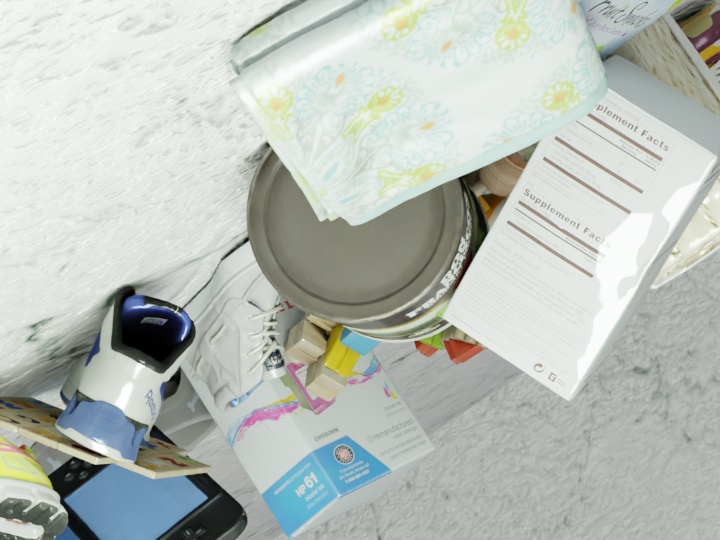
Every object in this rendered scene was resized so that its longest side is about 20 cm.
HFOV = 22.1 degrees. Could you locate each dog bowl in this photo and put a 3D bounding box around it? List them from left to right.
[{"bbox_3d":[-0.219,0.159,1.735,0.199,0.059,0.200,-30,170,-6],"label":"dog bowl"}]

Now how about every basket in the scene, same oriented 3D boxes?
[{"bbox_3d":[0.203,-0.093,1.378,0.135,0.201,0.123,-36,173,26],"label":"basket"}]

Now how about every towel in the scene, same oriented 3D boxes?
[{"bbox_3d":[0.037,-0.113,1.072,0.199,0.048,0.171,-28,147,6],"label":"towel"}]

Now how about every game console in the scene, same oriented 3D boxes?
[{"bbox_3d":[-0.218,0.173,1.452,0.176,0.200,0.117,-37,128,-16],"label":"game console"}]

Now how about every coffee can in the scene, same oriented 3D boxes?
[{"bbox_3d":[0.012,-0.028,1.307,0.146,0.147,0.200,-33,170,5],"label":"coffee can"}]

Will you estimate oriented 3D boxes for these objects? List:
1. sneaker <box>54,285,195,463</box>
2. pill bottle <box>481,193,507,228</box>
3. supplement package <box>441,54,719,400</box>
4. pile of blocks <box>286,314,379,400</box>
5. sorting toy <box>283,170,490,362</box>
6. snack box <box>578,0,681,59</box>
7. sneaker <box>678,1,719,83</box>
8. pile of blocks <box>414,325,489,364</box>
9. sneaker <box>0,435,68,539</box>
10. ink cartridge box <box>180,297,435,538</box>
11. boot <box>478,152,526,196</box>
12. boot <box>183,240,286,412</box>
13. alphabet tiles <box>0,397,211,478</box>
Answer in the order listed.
[{"bbox_3d":[-0.169,0.072,1.389,0.116,0.080,0.199,-61,-171,1],"label":"sneaker"},{"bbox_3d":[0.142,-0.017,1.653,0.111,0.112,0.200,-27,-171,-25],"label":"pill bottle"},{"bbox_3d":[0.161,-0.032,1.276,0.201,0.109,0.114,-62,168,21],"label":"supplement package"},{"bbox_3d":[0.000,0.000,1.437,0.201,0.062,0.082,-64,-157,-9],"label":"pile of blocks"},{"bbox_3d":[0.035,-0.007,1.605,0.185,0.037,0.200,-40,-176,38],"label":"sorting toy"},{"bbox_3d":[0.129,-0.175,1.192,0.200,0.068,0.168,-37,168,20],"label":"snack box"},{"bbox_3d":[0.307,-0.170,1.644,0.075,0.090,0.200,-31,170,-2],"label":"sneaker"},{"bbox_3d":[0.076,0.048,1.632,0.200,0.082,0.062,-12,-126,67],"label":"pile of blocks"},{"bbox_3d":[-0.302,0.138,1.303,0.078,0.091,0.200,-42,135,19],"label":"sneaker"},{"bbox_3d":[-0.050,0.115,1.639,0.144,0.200,0.085,-20,160,-49],"label":"ink cartridge box"},{"bbox_3d":[0.204,-0.138,1.563,0.199,0.074,0.155,-28,165,-35],"label":"boot"},{"bbox_3d":[-0.080,0.040,1.486,0.073,0.096,0.200,-23,166,-37],"label":"boot"},{"bbox_3d":[-0.209,0.127,1.416,0.200,0.166,0.006,16,94,-76],"label":"alphabet tiles"}]
